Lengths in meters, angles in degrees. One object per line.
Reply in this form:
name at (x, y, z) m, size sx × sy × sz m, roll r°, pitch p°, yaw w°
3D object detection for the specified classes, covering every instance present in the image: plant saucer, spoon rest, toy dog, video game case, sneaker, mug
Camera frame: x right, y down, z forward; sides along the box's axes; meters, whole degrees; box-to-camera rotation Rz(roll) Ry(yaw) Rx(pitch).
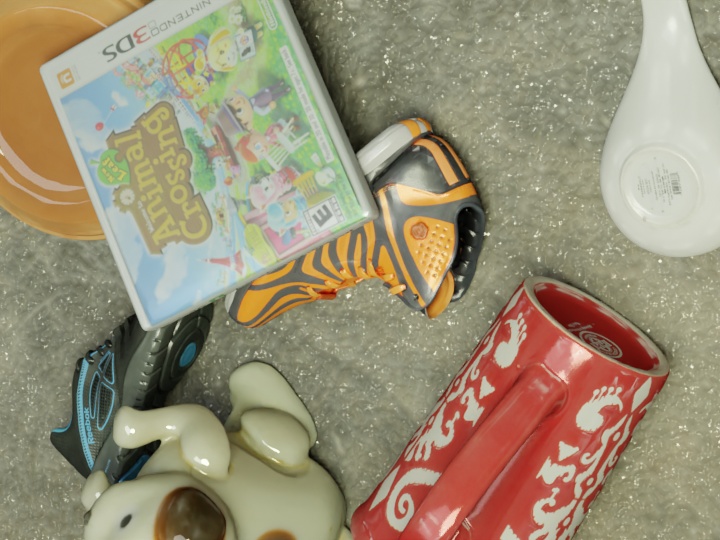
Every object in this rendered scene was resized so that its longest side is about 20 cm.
plant saucer at (-0.209, -0.114, 1.220) m, size 0.199 × 0.037 × 0.201 m, roll 5°, pitch 109°, yaw 14°
spoon rest at (0.188, -0.104, 1.050) m, size 0.099 × 0.061 × 0.201 m, roll 0°, pitch 111°, yaw 29°
toy dog at (-0.107, 0.177, 1.159) m, size 0.194 × 0.200 × 0.140 m, roll 49°, pitch 116°, yaw 13°
video game case at (-0.104, -0.087, 1.135) m, size 0.182 × 0.022 × 0.201 m, roll -26°, pitch 80°, yaw 18°
sneaker at (-0.172, 0.070, 1.248) m, size 0.082 × 0.073 × 0.201 m, roll 31°, pitch 110°, yaw 21°
mug at (0.100, 0.123, 1.067) m, size 0.133 × 0.178 × 0.200 m, roll 28°, pitch 108°, yaw -11°
sneaker at (0.000, 0.000, 1.144) m, size 0.200 × 0.078 × 0.112 m, roll -42°, pitch 77°, yaw 26°
